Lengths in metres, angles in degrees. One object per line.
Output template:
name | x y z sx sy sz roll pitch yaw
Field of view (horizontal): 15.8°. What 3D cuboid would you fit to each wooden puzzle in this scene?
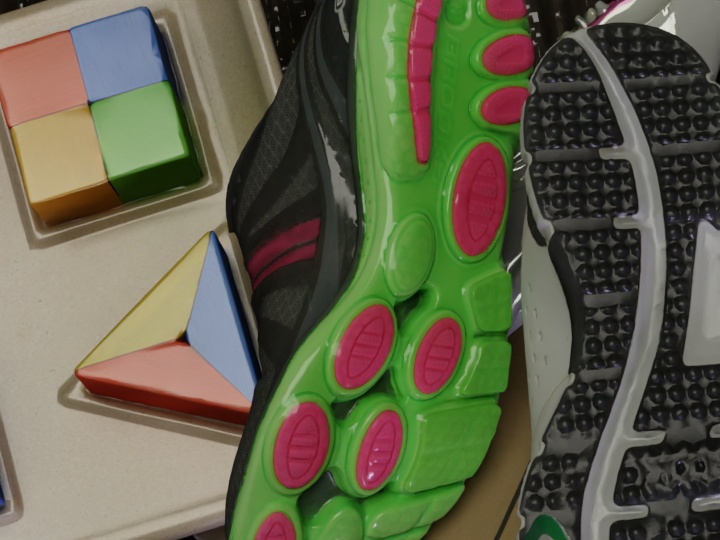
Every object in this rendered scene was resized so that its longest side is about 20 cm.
wooden puzzle | -0.109 0.003 0.823 0.200 0.046 0.185 -18 75 5

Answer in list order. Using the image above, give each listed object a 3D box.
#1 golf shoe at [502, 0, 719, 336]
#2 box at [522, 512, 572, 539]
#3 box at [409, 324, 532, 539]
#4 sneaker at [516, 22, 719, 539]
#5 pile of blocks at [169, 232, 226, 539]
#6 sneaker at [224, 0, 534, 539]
golf shoe | 0.080 -0.029 0.860 0.200 0.075 0.092 -44 84 -5
box | 0.016 0.161 0.686 0.200 0.048 0.117 -51 58 38
box | 0.086 0.072 0.748 0.200 0.021 0.163 -39 49 -5
sneaker | 0.080 0.035 0.726 0.074 0.080 0.200 1 71 3
pile of blocks | -0.059 0.017 0.865 0.082 0.062 0.200 -29 66 -1
sneaker | 0.000 0.000 0.773 0.077 0.084 0.200 19 80 -28
